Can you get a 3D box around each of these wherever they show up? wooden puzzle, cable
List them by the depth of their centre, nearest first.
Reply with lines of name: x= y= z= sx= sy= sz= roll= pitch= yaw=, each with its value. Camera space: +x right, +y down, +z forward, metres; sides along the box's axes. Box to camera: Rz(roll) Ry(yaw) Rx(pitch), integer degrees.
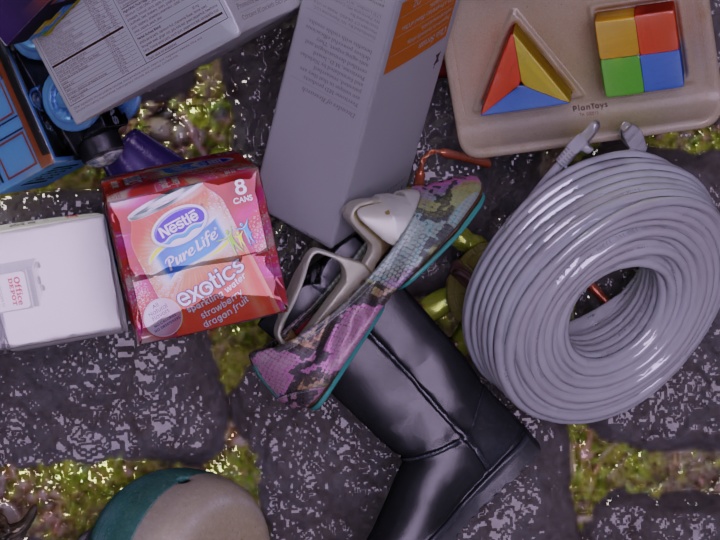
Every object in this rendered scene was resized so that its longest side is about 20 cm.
wooden puzzle: x=0.140 y=-0.181 z=1.655 sx=0.184 sy=0.046 sz=0.201 roll=-7 pitch=105 yaw=11
cable: x=0.166 y=0.014 z=1.697 sx=0.200 sy=0.069 sz=0.200 roll=-48 pitch=135 yaw=8

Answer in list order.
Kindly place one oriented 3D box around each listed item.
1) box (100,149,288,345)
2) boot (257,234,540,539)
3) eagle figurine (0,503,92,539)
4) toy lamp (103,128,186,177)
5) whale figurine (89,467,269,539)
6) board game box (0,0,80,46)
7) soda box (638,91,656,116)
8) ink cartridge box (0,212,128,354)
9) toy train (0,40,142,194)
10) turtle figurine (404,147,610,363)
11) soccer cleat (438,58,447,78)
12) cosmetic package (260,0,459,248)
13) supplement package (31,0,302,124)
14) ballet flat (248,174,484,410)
box: x=-0.111 y=-0.019 z=1.602 sx=0.099 sy=0.200 sz=0.096 roll=-12 pitch=97 yaw=-5
boot: x=0.003 y=0.099 z=1.694 sx=0.165 sy=0.066 sz=0.200 roll=-44 pitch=101 yaw=-13
eagle figurine: x=-0.251 y=0.269 z=1.677 sx=0.150 sy=0.152 sz=0.201 roll=-23 pitch=73 yaw=22
toy lamp: x=-0.102 y=-0.015 z=1.732 sx=0.058 sy=0.058 sz=0.200 roll=-42 pitch=95 yaw=-4
whale figurine: x=-0.134 y=0.232 z=1.715 sx=0.159 sy=0.103 sz=0.201 roll=-24 pitch=124 yaw=-47
board game box: x=-0.215 y=-0.268 z=1.518 sx=0.165 sy=0.057 sz=0.200 roll=-41 pitch=85 yaw=27
soda box: x=0.188 y=-0.204 z=1.711 sx=0.070 sy=0.063 sz=0.201 roll=-23 pitch=109 yaw=-37
ink cartridge box: x=-0.263 y=0.015 z=1.666 sx=0.199 sy=0.146 sz=0.083 roll=-10 pitch=93 yaw=-8
toy train: x=-0.232 y=-0.153 z=1.689 sx=0.114 sy=0.087 sz=0.201 roll=-26 pitch=87 yaw=23
turtle figurine: x=0.087 y=0.023 z=1.751 sx=0.200 sy=0.064 sz=0.162 roll=39 pitch=94 yaw=-19
soccer cleat: x=0.078 y=-0.173 z=1.747 sx=0.198 sy=0.069 sz=0.086 roll=-4 pitch=88 yaw=-6
cosmetic package: x=0.000 y=-0.128 z=1.653 sx=0.071 sy=0.101 sz=0.201 roll=29 pitch=126 yaw=19
supplement package: x=-0.137 y=-0.234 z=1.633 sx=0.147 sy=0.191 sz=0.201 roll=-25 pitch=95 yaw=28
ballet flat: x=0.000 y=0.000 z=1.636 sx=0.071 sy=0.069 sz=0.200 roll=41 pitch=83 yaw=-15
